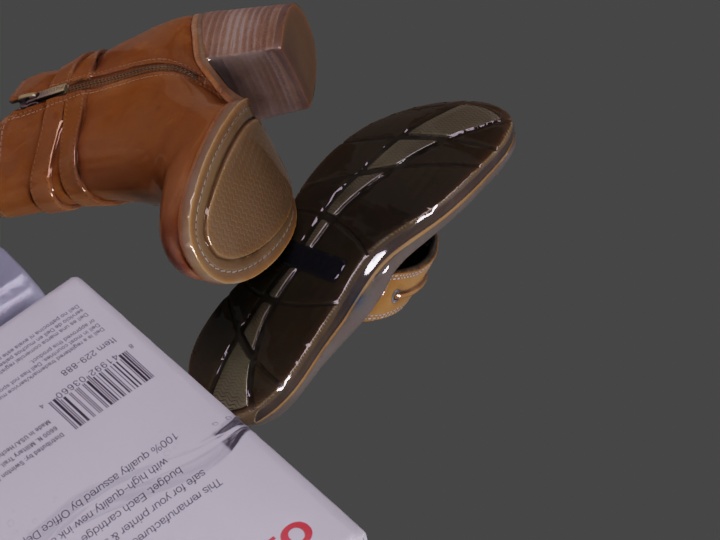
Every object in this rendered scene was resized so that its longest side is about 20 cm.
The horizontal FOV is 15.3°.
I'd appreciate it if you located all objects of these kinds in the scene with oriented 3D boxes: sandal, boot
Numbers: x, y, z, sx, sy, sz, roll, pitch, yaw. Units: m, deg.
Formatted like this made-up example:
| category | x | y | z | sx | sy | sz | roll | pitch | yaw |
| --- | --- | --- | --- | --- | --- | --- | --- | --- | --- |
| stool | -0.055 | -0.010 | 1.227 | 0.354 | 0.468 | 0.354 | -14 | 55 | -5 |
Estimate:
| category | x | y | z | sx | sy | sz | roll | pitch | yaw |
| --- | --- | --- | --- | --- | --- | --- | --- | --- | --- |
| sandal | 0.000 | 0.000 | 1.250 | 0.081 | 0.055 | 0.200 | 22 | 67 | 39 |
| boot | -0.110 | -0.052 | 1.263 | 0.154 | 0.077 | 0.201 | -12 | 40 | 19 |

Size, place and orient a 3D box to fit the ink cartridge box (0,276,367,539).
| category | x | y | z | sx | sy | sz | roll | pitch | yaw |
| --- | --- | --- | --- | --- | --- | --- | --- | --- | --- |
| ink cartridge box | -0.110 | 0.118 | 1.131 | 0.146 | 0.084 | 0.200 | -34 | 54 | -24 |

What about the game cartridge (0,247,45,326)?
| category | x | y | z | sx | sy | sz | roll | pitch | yaw |
| --- | --- | --- | --- | --- | --- | --- | --- | --- | --- |
| game cartridge | -0.255 | -0.002 | 1.283 | 0.133 | 0.042 | 0.200 | -31 | 53 | -26 |
